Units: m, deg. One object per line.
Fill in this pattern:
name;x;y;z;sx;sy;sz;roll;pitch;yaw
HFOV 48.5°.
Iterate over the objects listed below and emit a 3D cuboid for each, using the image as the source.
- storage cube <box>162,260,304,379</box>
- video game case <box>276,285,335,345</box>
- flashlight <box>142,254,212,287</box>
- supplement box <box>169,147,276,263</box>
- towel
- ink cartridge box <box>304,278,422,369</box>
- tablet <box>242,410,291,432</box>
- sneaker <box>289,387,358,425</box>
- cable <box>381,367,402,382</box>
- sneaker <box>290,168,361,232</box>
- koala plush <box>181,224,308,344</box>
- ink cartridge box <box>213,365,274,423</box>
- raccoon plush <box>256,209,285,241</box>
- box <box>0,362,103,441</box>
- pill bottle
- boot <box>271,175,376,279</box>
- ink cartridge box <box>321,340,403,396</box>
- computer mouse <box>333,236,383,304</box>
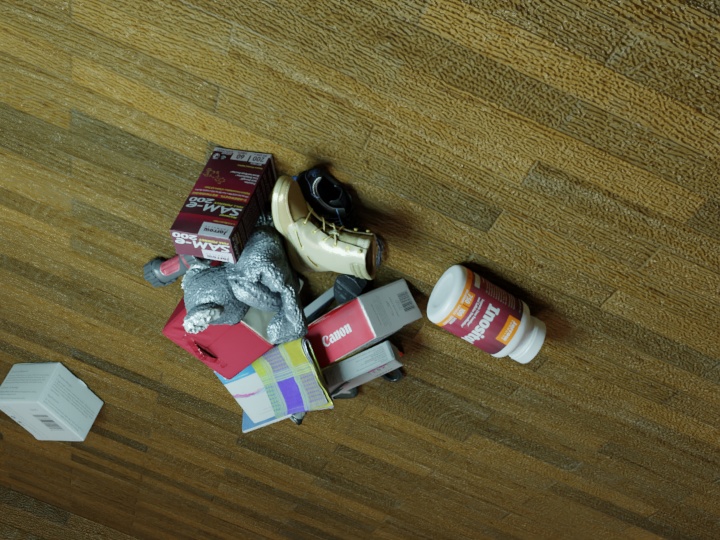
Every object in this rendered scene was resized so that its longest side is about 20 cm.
storage cube;-0.244;0.072;1.549;0.170;0.201;0.179;38;135;-15
video game case;-0.126;0.119;1.606;0.018;0.143;0.200;46;142;8
flashlight;-0.369;-0.019;1.602;0.199;0.069;0.068;-18;171;43
supplement box;-0.221;-0.110;1.313;0.107;0.201;0.061;8;141;13
towel;-0.135;0.209;1.534;0.199;0.023;0.145;-19;96;47
ink cartridge box;-0.016;0.110;1.506;0.200;0.174;0.085;-35;78;47
tablet;-0.216;0.297;1.868;0.014;0.132;0.199;20;148;-35
sneaker;-0.105;0.306;1.837;0.198;0.116;0.075;-1;139;24
cable;0.011;0.175;1.709;0.198;0.051;0.098;19;127;-20
sneaker;-0.039;-0.092;1.365;0.077;0.071;0.200;-11;132;41
koala plush;-0.210;0.028;1.352;0.198;0.178;0.185;-17;129;1
ink cartridge box;-0.245;0.215;1.750;0.084;0.145;0.201;-23;132;6
raccoon plush;-0.212;-0.091;1.460;0.199;0.097;0.134;24;170;46
box;-0.867;0.366;2.222;0.198;0.132;0.200;-5;136;29
pill bottle;0.228;0.083;1.428;0.198;0.114;0.113;29;141;-13
boot;-0.055;-0.065;1.297;0.154;0.073;0.201;9;138;23
ink cartridge box;-0.008;0.213;1.617;0.198;0.044;0.174;-25;160;7
computer mouse;0.000;0.000;1.498;0.058;0.034;0.201;40;137;7
